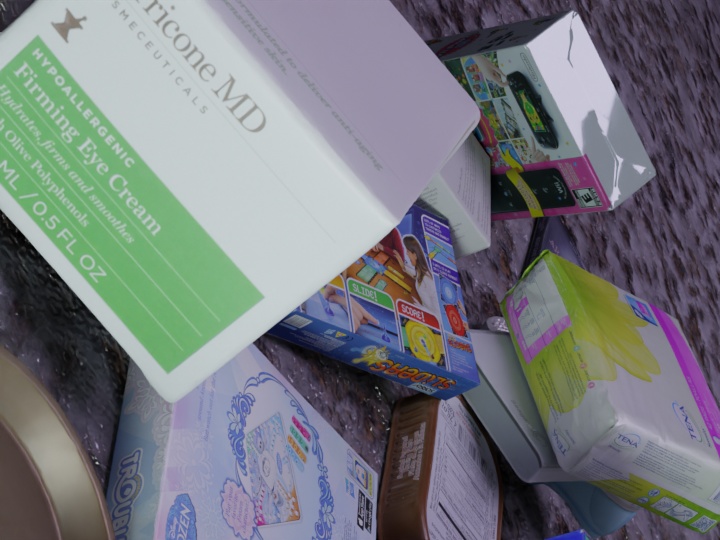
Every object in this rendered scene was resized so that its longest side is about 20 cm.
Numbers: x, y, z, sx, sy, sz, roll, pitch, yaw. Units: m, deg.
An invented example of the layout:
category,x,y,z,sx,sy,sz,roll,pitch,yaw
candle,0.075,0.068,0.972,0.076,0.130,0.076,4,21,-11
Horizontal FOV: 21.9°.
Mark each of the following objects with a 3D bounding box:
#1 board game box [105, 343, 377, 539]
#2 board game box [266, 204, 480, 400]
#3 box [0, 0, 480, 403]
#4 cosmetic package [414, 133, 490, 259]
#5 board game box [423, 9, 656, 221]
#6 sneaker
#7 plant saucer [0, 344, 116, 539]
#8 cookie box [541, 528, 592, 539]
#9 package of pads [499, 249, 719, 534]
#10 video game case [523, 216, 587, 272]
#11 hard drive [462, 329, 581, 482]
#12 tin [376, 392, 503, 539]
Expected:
category,x,y,z,sx,sy,sz,roll,pitch,yaw
board game box,-0.062,0.141,1.030,0.199,0.043,0.200,51,29,-36
board game box,0.000,0.000,1.260,0.200,0.034,0.136,24,47,-46
box,-0.075,-0.081,0.975,0.199,0.171,0.200,49,25,-6
cosmetic package,0.017,-0.103,1.370,0.200,0.085,0.108,52,28,-34
board game box,0.117,-0.115,1.459,0.064,0.200,0.148,-38,109,-29
sneaker,0.146,0.130,1.492,0.074,0.082,0.200,0,47,-54
plant saucer,-0.174,0.119,0.818,0.200,0.029,0.201,49,29,-40
cookie box,0.071,0.265,1.059,0.075,0.171,0.200,53,27,-39
package of pads,0.194,0.086,1.391,0.154,0.068,0.200,26,29,-31
video game case,0.192,0.044,1.721,0.143,0.019,0.200,60,25,-20
hard drive,0.154,0.103,1.420,0.200,0.026,0.132,7,42,-51
tin,0.058,0.164,1.293,0.112,0.042,0.200,51,28,-27
